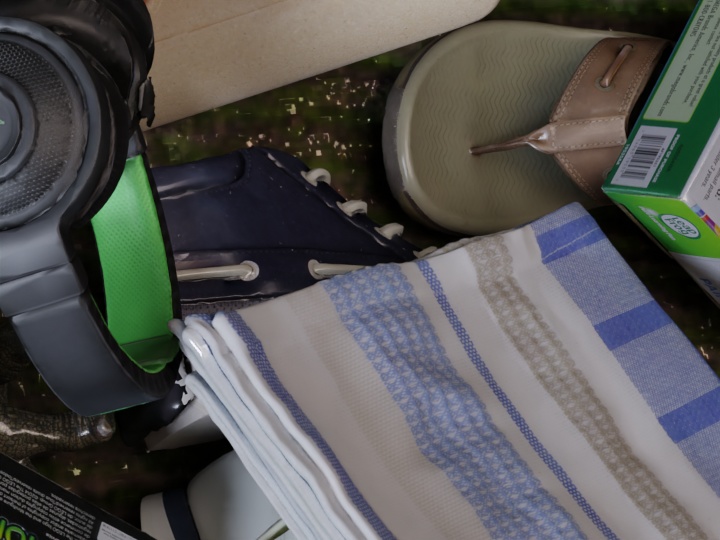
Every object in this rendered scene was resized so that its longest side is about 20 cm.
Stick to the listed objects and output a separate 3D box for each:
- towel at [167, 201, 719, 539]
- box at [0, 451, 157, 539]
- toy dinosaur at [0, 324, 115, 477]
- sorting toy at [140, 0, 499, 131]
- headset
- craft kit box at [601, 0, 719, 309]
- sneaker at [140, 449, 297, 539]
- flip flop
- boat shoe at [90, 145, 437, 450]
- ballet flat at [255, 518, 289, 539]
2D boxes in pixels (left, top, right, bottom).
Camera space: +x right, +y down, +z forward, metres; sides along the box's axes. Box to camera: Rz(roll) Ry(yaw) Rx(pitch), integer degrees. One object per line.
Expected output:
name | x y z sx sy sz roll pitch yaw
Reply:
towel | 0.048 0.051 0.812 0.200 0.024 0.147 -16 62 -45
box | -0.172 0.069 0.771 0.200 0.110 0.035 32 46 -22
toy dinosaur | -0.139 0.036 0.814 0.200 0.102 0.077 43 31 -25
sorting toy | -0.067 -0.152 0.841 0.185 0.036 0.200 -17 96 6
headset | -0.086 -0.056 0.758 0.094 0.124 0.200 -17 111 11
craft kit box | 0.199 -0.055 0.975 0.197 0.048 0.200 42 68 -39
sneaker | -0.001 0.150 0.859 0.080 0.076 0.200 -25 99 -3
flip flop | 0.099 -0.052 0.947 0.200 0.058 0.081 1 85 -26
boat shoe | 0.000 0.000 0.890 0.200 0.075 0.093 -6 74 -36
ballet flat | -0.015 0.116 0.768 0.067 0.067 0.200 39 42 -4
